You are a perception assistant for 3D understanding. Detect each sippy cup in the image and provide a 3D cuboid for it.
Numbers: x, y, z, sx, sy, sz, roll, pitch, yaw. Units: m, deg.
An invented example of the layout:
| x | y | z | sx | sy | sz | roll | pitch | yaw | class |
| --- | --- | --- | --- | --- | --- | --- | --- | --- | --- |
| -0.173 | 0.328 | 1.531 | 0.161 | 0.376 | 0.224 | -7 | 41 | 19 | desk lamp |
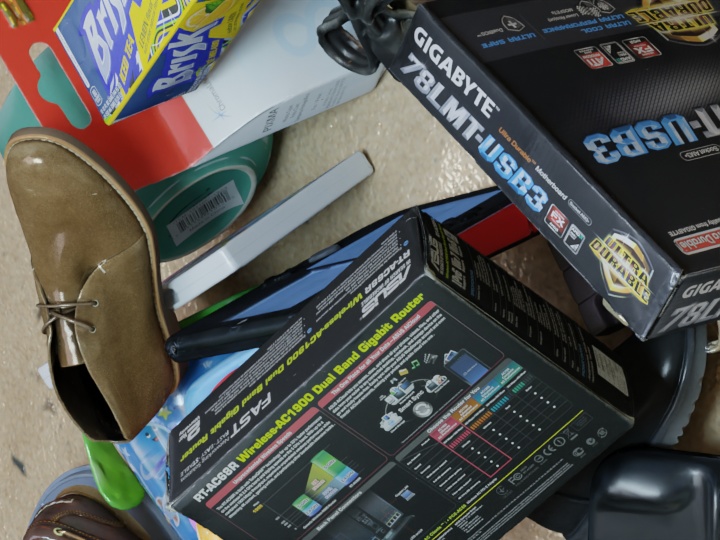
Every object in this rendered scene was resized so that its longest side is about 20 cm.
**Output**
| x | y | z | sx | sy | sz | roll | pitch | yaw | class |
| --- | --- | --- | --- | --- | --- | --- | --- | --- | --- |
| -0.091 | 0.096 | 1.798 | 0.131 | 0.139 | 0.178 | 64 | 164 | 2 | sippy cup |

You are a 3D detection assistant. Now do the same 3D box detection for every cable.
| x | y | z | sx | sy | sz | roll | pitch | yaw | class |
| --- | --- | --- | --- | --- | --- | --- | --- | --- | --- |
| 0.009 | -0.150 | 1.596 | 0.097 | 0.200 | 0.051 | 18 | 74 | 23 | cable |

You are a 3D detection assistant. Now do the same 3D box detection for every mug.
| x | y | z | sx | sy | sz | roll | pitch | yaw | class |
| --- | --- | --- | --- | --- | --- | --- | --- | --- | --- |
| -0.121 | -0.085 | 1.768 | 0.115 | 0.152 | 0.185 | 53 | 131 | 22 | mug |

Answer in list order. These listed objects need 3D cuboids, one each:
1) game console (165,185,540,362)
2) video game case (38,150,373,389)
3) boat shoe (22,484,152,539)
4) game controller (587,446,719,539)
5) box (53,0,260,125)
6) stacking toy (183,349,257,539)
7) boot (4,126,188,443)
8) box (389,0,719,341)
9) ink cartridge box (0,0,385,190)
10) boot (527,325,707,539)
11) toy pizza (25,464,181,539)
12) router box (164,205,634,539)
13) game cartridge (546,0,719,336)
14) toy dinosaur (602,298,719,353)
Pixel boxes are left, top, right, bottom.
| x | y | z | sx | sy | sz | roll | pitch | yaw | class |
| --- | --- | --- | --- | --- | --- | --- | --- | --- | --- |
| 0.000 | 0.000 | 1.622 | 0.200 | 0.176 | 0.031 | -14 | 99 | 61 | game console |
| -0.095 | 0.001 | 1.767 | 0.200 | 0.143 | 0.017 | -31 | 94 | 45 | video game case |
| -0.128 | 0.218 | 1.841 | 0.200 | 0.070 | 0.071 | 35 | 114 | 1 | boat shoe |
| 0.171 | 0.190 | 1.572 | 0.104 | 0.042 | 0.201 | 10 | 113 | 24 | game controller |
| -0.098 | -0.158 | 1.582 | 0.070 | 0.064 | 0.200 | 60 | 149 | 10 | box |
| -0.057 | 0.120 | 1.632 | 0.110 | 0.200 | 0.116 | -33 | 98 | 19 | stacking toy |
| -0.154 | 0.011 | 1.649 | 0.073 | 0.076 | 0.201 | -2 | 127 | 27 | boot |
| 0.147 | -0.064 | 1.414 | 0.199 | 0.199 | 0.050 | 48 | 131 | 29 | box |
| -0.106 | -0.145 | 1.703 | 0.160 | 0.199 | 0.047 | 58 | 154 | 17 | ink cartridge box |
| 0.066 | 0.065 | 1.572 | 0.066 | 0.199 | 0.165 | -91 | 24 | -53 | boot |
| -0.156 | 0.226 | 1.955 | 0.200 | 0.032 | 0.201 | 14 | 109 | 44 | toy pizza |
| 0.018 | 0.082 | 1.502 | 0.200 | 0.150 | 0.062 | -42 | 29 | 23 | router box |
| 0.167 | -0.065 | 1.560 | 0.200 | 0.038 | 0.130 | -38 | 67 | 44 | game cartridge |
| 0.166 | -0.021 | 1.501 | 0.101 | 0.199 | 0.058 | -57 | 17 | 32 | toy dinosaur |
